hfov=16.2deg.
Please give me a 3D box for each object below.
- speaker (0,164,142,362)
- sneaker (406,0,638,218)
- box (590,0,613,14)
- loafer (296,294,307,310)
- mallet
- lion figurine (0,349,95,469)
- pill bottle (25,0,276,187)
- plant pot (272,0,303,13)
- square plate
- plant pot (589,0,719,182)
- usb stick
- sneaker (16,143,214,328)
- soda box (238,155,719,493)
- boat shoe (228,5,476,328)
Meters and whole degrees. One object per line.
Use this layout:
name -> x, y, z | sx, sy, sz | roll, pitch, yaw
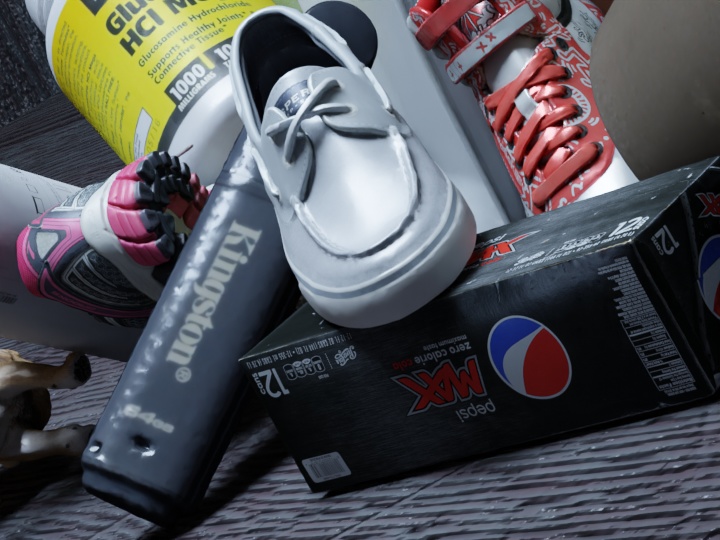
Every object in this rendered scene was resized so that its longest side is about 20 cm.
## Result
speaker -> -0.142, -0.001, 1.226 | 0.081, 0.081, 0.200 | -23, -20, 27
sneaker -> 0.069, -0.065, 1.030 | 0.067, 0.108, 0.202 | -40, 27, 23
box -> 0.123, -0.155, 1.307 | 0.200, 0.153, 0.106 | -36, 16, -30
loafer -> 0.000, 0.000, 1.147 | 0.200, 0.076, 0.068 | -95, 29, -68
mallet -> -0.036, -0.029, 1.100 | 0.066, 0.041, 0.200 | 125, 164, -59
lion figurine -> -0.202, 0.090, 1.212 | 0.122, 0.073, 0.200 | -6, 14, 30
pill bottle -> -0.092, -0.106, 1.298 | 0.112, 0.113, 0.200 | -32, 49, -14
plant pot -> -0.018, -0.128, 1.431 | 0.200, 0.193, 0.200 | -28, 11, 6
square plate -> 0.018, -0.101, 1.205 | 0.028, 0.200, 0.198 | -27, 11, -10
plant pot -> 0.178, -0.094, 0.897 | 0.175, 0.200, 0.200 | -44, 0, 37
usb stick -> -0.054, 0.010, 1.057 | 0.033, 0.055, 0.200 | 82, -148, -74
sneaker -> -0.088, -0.005, 1.173 | 0.075, 0.081, 0.200 | -20, -20, 17
soda box -> 0.053, 0.023, 0.920 | 0.200, 0.063, 0.071 | -17, 16, 43
boat shoe -> -0.010, -0.048, 0.960 | 0.072, 0.069, 0.200 | -31, 29, 9
